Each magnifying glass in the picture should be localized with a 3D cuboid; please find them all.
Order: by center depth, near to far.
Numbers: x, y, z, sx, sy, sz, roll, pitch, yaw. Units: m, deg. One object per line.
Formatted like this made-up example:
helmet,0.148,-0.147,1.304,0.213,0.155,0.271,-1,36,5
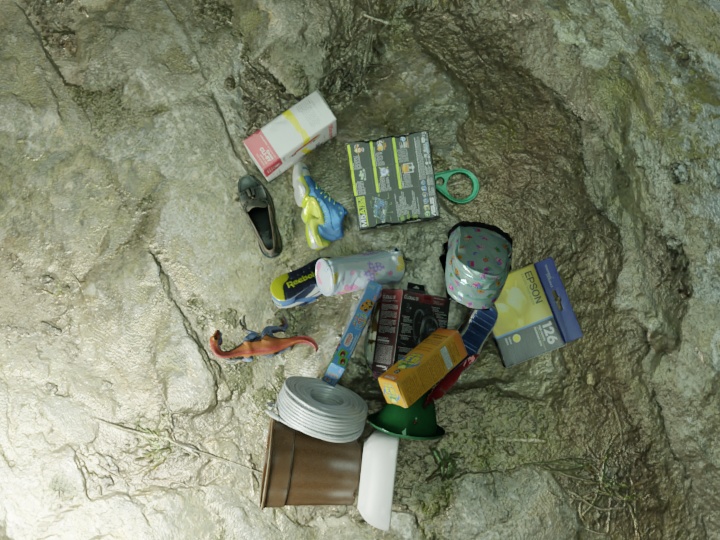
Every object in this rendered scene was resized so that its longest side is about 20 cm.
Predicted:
magnifying glass,0.175,-0.207,1.750,0.197,0.022,0.081,13,86,2

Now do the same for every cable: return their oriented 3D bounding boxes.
cable,-0.081,0.290,1.618,0.198,0.199,0.070,23,104,23

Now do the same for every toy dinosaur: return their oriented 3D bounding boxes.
toy dinosaur,-0.227,0.150,1.649,0.180,0.199,0.106,-17,98,-46

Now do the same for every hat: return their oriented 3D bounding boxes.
hat,0.119,0.245,1.608,0.164,0.199,0.178,14,96,36

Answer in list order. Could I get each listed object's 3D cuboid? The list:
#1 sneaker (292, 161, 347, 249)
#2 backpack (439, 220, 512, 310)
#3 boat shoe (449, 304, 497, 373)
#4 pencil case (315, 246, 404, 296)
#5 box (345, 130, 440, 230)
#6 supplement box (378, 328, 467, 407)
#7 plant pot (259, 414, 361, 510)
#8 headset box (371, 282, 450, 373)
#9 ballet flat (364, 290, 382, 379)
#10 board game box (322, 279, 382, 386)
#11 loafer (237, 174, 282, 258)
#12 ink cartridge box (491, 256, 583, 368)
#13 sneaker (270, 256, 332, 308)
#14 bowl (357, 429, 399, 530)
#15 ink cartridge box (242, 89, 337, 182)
sneaker,-0.089,-0.153,1.724,0.104,0.076,0.203,-13,93,-14
backpack,0.249,-0.014,1.643,0.165,0.128,0.201,10,43,7
boat shoe,0.243,0.152,1.694,0.072,0.072,0.201,35,112,-1
pencil case,0.000,0.000,1.662,0.198,0.091,0.084,-11,64,-28
box,0.074,-0.202,1.721,0.191,0.048,0.203,-9,92,5
supplement box,0.132,0.201,1.590,0.199,0.066,0.069,-37,114,-31
plant pot,-0.106,0.413,1.622,0.196,0.200,0.203,7,85,-9
headset box,0.113,0.129,1.661,0.148,0.077,0.203,10,84,-38
ballet flat,0.044,0.142,1.696,0.068,0.071,0.203,6,86,6
board game box,-0.018,0.136,1.627,0.036,0.152,0.201,26,66,1
loafer,-0.225,-0.127,1.716,0.071,0.063,0.202,-21,86,-3
ink cartridge box,0.382,0.093,1.720,0.198,0.047,0.200,-21,85,0
sneaker,-0.112,0.030,1.707,0.198,0.083,0.074,-17,64,-20
bowl,0.036,0.433,1.609,0.074,0.200,0.202,6,86,1
ink cartridge box,-0.151,-0.296,1.689,0.199,0.145,0.084,-36,88,-3
